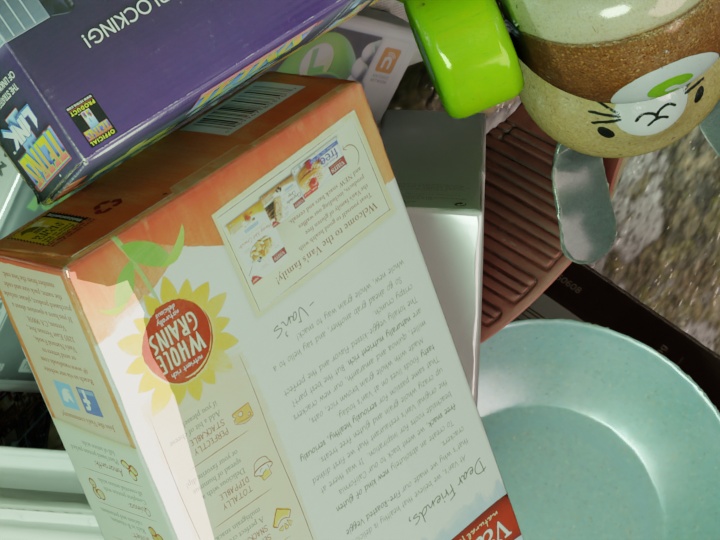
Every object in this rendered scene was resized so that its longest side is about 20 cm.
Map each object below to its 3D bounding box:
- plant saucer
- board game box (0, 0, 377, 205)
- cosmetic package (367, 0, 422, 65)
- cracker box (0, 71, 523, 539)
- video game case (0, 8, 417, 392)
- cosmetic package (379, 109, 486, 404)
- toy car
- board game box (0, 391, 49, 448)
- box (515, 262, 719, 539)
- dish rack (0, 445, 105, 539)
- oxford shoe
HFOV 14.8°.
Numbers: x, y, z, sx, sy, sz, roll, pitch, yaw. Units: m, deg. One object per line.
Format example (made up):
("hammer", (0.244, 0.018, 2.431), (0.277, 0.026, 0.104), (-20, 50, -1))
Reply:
("plant saucer", (0.088, 0.125, 1.328), (0.201, 0.201, 0.039), (-47, 179, -12))
("board game box", (-0.074, -0.143, 0.975), (0.200, 0.165, 0.057), (-35, 178, -29))
("cosmetic package", (0.047, -0.148, 1.226), (0.200, 0.051, 0.083), (-22, 137, -40))
("cracker box", (-0.032, 0.049, 0.972), (0.134, 0.058, 0.200), (-34, 116, -30))
("video game case", (-0.075, -0.032, 1.109), (0.200, 0.023, 0.182), (7, 113, -54))
("cosmetic package", (0.026, 0.048, 1.161), (0.151, 0.052, 0.201), (-72, 165, -72))
("toy car", (0.110, -0.086, 1.128), (0.164, 0.158, 0.200), (-22, 132, 0))
("board game box", (-0.185, 0.062, 1.118), (0.135, 0.035, 0.200), (-21, 134, -41))
("box", (0.135, 0.128, 1.479), (0.166, 0.164, 0.200), (-49, 147, -9))
("dish rack", (-0.150, 0.145, 1.042), (0.044, 0.199, 0.172), (-60, 148, -57))
("oxford shoe", (0.090, -0.046, 1.265), (0.200, 0.070, 0.075), (-54, 169, -2))
